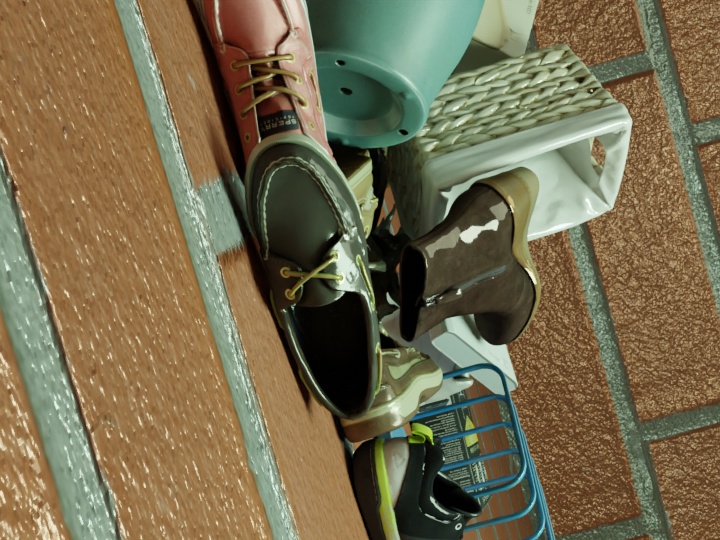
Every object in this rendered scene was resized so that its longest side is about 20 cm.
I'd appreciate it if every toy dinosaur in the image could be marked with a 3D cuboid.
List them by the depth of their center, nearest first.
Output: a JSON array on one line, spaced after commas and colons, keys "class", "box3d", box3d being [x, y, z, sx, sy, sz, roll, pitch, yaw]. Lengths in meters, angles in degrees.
[{"class": "toy dinosaur", "box3d": [0.000, 0.000, 1.245, 0.103, 0.077, 0.200, 61, 13, 10]}]

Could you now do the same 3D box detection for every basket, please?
[{"class": "basket", "box3d": [0.129, -0.109, 1.340, 0.136, 0.199, 0.124, 91, -24, -54]}]

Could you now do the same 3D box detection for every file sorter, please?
[{"class": "file sorter", "box3d": [0.098, 0.199, 1.301, 0.201, 0.122, 0.139, 68, 10, -48]}]

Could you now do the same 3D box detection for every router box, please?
[{"class": "router box", "box3d": [0.099, 0.188, 1.619, 0.200, 0.052, 0.158, 32, 44, -80]}]

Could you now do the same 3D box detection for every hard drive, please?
[{"class": "hard drive", "box3d": [0.089, 0.010, 1.410, 0.132, 0.026, 0.201, 38, 29, -45]}]

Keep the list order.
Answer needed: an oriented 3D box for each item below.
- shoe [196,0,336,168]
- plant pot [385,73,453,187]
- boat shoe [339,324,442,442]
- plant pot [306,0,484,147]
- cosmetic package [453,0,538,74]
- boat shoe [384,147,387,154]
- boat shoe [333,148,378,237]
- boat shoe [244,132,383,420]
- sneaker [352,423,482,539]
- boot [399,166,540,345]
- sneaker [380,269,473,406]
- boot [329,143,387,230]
[{"class": "shoe", "box3d": [-0.058, -0.126, 0.968, 0.091, 0.071, 0.201, -106, -179, -50]}, {"class": "plant pot", "box3d": [0.072, -0.194, 1.553, 0.200, 0.194, 0.195, -112, -176, -74]}, {"class": "boat shoe", "box3d": [0.019, 0.075, 1.152, 0.202, 0.074, 0.075, -39, 108, -82]}, {"class": "plant pot", "box3d": [0.006, -0.210, 1.172, 0.200, 0.198, 0.189, 63, 34, -58]}, {"class": "cosmetic package", "box3d": [0.066, -0.269, 1.391, 0.073, 0.199, 0.104, -34, -144, 58]}, {"class": "boat shoe", "box3d": [-0.019, -0.169, 1.441, 0.066, 0.071, 0.202, -37, 135, -43]}, {"class": "boat shoe", "box3d": [-0.017, -0.051, 1.131, 0.200, 0.073, 0.067, -53, 130, -76]}, {"class": "boat shoe", "box3d": [-0.024, 0.007, 0.942, 0.061, 0.071, 0.202, -103, 177, -56]}, {"class": "sneaker", "box3d": [0.056, 0.206, 1.106, 0.072, 0.082, 0.201, -93, 166, -59]}, {"class": "boot", "box3d": [0.086, 0.016, 1.257, 0.072, 0.166, 0.201, 30, -43, 29]}, {"class": "sneaker", "box3d": [0.051, 0.053, 1.399, 0.201, 0.086, 0.075, 66, 13, -45]}, {"class": "boot", "box3d": [-0.003, -0.129, 1.367, 0.174, 0.069, 0.202, 52, 48, -74]}]
